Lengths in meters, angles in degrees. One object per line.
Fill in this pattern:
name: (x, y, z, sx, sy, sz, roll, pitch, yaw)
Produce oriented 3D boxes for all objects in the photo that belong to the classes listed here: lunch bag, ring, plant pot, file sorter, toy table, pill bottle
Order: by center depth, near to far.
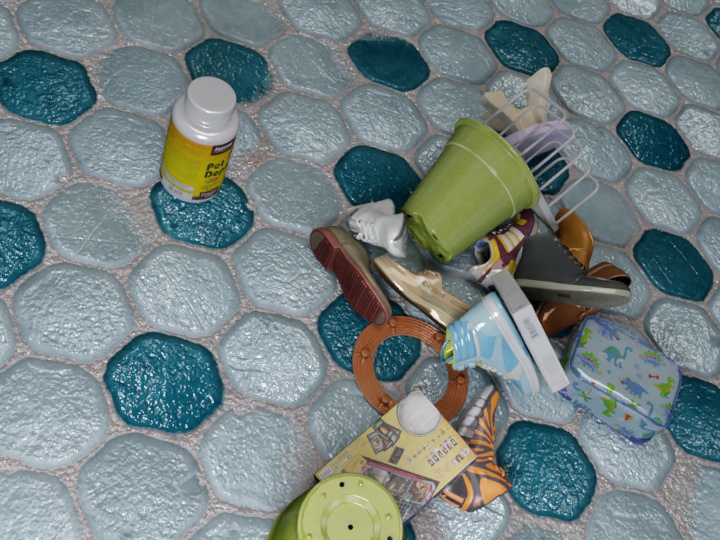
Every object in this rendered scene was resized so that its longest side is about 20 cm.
plant pot: (-0.023, 0.345, 1.268, 0.196, 0.194, 0.204, 3, 61, -5)
ring: (0.082, 0.155, 1.597, 0.197, 0.019, 0.203, 11, 53, -14)
pill bottle: (-0.255, -0.210, 1.611, 0.107, 0.201, 0.111, 11, 51, -14)
lunch bag: (0.431, 0.178, 1.682, 0.198, 0.083, 0.162, 30, 50, 1)
plant pot: (0.171, -0.122, 1.726, 0.190, 0.200, 0.200, -43, 76, -12)
file sorter: (0.319, -0.202, 1.790, 0.124, 0.201, 0.139, -39, 42, -1)
toy table: (0.314, -0.291, 1.935, 0.198, 0.183, 0.119, -7, 71, -52)

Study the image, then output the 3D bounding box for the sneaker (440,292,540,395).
sneaker: (0.201, 0.141, 1.612, 0.129, 0.202, 0.080, -29, 25, 4)

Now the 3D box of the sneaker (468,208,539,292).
sneaker: (0.253, -0.051, 1.785, 0.089, 0.075, 0.202, 30, 48, -6)

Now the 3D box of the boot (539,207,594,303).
boot: (0.353, -0.020, 1.807, 0.142, 0.071, 0.204, -7, 62, -27)

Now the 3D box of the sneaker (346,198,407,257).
sneaker: (0.028, -0.066, 1.672, 0.085, 0.076, 0.200, -4, 15, -11)

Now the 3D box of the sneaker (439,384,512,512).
sneaker: (0.185, 0.277, 1.521, 0.111, 0.078, 0.201, 34, 60, 0)

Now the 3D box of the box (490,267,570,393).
box: (0.264, 0.091, 1.591, 0.146, 0.036, 0.200, 62, 6, -15)

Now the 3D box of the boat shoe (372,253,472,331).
boat shoe: (0.107, 0.031, 1.648, 0.199, 0.071, 0.065, 39, 86, -8)

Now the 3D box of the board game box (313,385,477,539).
board game box: (0.050, 0.281, 1.433, 0.199, 0.035, 0.136, -37, 72, -16)

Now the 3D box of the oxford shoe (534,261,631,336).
oxford shoe: (0.375, 0.053, 1.716, 0.198, 0.071, 0.072, -34, 114, -12)

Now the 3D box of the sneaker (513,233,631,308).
sneaker: (0.355, -0.004, 1.678, 0.196, 0.075, 0.108, 8, 69, 18)

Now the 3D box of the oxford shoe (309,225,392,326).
oxford shoe: (0.000, 0.000, 1.647, 0.074, 0.071, 0.201, -20, 65, -39)
